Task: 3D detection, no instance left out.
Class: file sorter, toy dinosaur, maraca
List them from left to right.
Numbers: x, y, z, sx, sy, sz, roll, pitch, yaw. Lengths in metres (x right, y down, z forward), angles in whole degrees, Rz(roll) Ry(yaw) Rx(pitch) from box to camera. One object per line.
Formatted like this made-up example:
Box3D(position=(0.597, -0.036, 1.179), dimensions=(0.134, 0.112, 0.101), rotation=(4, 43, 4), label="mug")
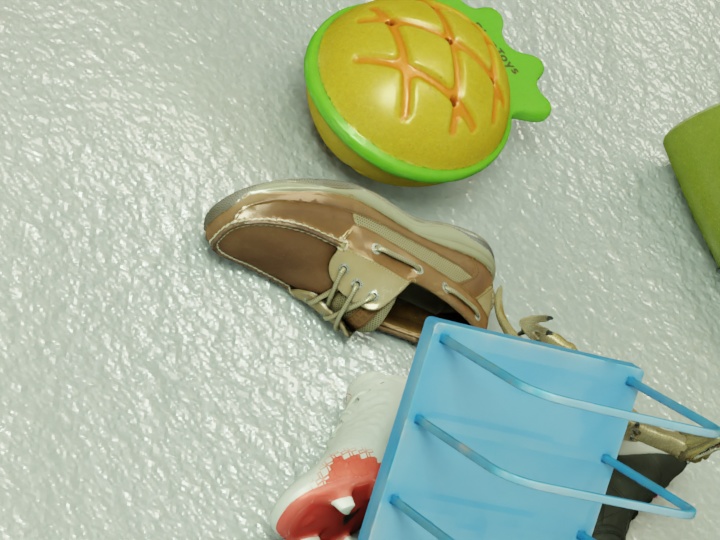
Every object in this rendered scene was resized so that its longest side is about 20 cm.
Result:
Box3D(position=(0.044, -0.121, 1.575), dimensions=(0.200, 0.107, 0.137), rotation=(-28, 78, -46), label="maraca")
Box3D(position=(0.091, 0.147, 1.320), dimensions=(0.139, 0.200, 0.123), rotation=(13, 8, -28), label="file sorter")
Box3D(position=(0.121, 0.067, 1.461), dimensions=(0.200, 0.058, 0.101), rotation=(34, 2, 35), label="toy dinosaur")

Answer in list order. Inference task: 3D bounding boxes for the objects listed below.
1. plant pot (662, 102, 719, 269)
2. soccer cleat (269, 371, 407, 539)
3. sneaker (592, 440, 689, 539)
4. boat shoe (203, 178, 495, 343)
Box3D(position=(0.320, -0.017, 1.679), dimensions=(0.187, 0.187, 0.200), rotation=(-5, 77, -39), label="plant pot")
Box3D(position=(0.007, 0.102, 1.416), dimensions=(0.200, 0.069, 0.085), rotation=(-19, 63, -47), label="soccer cleat")
Box3D(position=(0.144, 0.147, 1.489), dimensions=(0.200, 0.071, 0.099), rotation=(2, 87, -60), label="sneaker")
Box3D(position=(0.000, 0.000, 1.478), dimensions=(0.200, 0.076, 0.072), rotation=(14, 54, -27), label="boat shoe")
